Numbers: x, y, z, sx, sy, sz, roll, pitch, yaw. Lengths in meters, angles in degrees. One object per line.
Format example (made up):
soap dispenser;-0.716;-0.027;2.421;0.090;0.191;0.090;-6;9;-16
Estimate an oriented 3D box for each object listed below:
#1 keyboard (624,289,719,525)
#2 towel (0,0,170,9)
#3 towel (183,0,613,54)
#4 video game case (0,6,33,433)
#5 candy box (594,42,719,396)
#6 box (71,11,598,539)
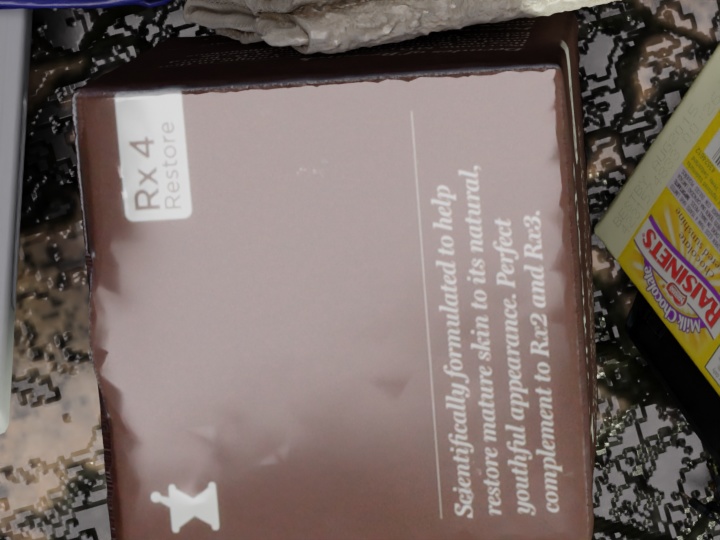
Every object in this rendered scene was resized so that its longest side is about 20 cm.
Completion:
keyboard;0.171;0.072;1.072;0.104;0.040;0.200;-54;55;35
towel;-0.120;-0.196;1.088;0.147;0.050;0.201;1;79;-4
towel;0.044;-0.108;1.022;0.199;0.132;0.035;-12;102;-18
video game case;-0.226;-0.028;1.068;0.199;0.024;0.183;0;68;1
candy box;0.167;0.019;1.024;0.200;0.026;0.102;55;133;29
box;0.000;0.000;1.025;0.163;0.200;0.167;-3;100;6
